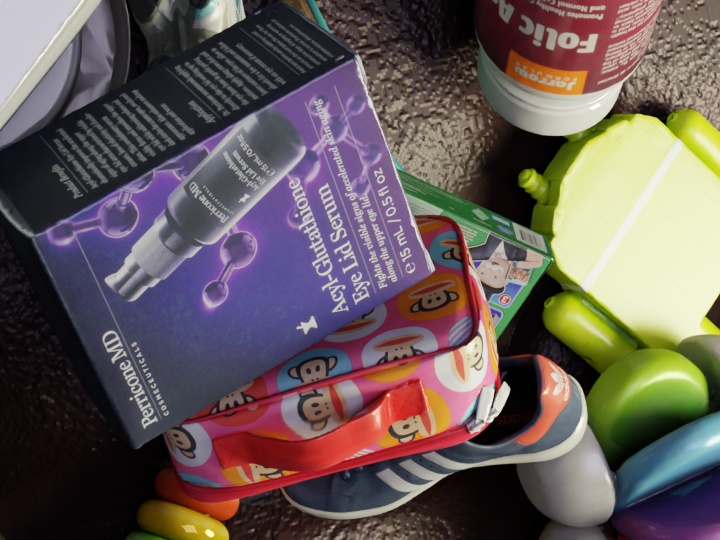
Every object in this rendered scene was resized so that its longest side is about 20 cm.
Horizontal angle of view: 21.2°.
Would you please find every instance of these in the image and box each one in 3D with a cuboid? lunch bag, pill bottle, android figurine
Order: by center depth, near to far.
[{"bbox_3d":[-0.020,0.054,1.093,0.198,0.177,0.083,-14,121,5],"label":"lunch bag"},{"bbox_3d":[0.128,-0.176,1.163,0.113,0.201,0.115,2,61,-3],"label":"pill bottle"},{"bbox_3d":[0.190,-0.022,1.285,0.199,0.041,0.183,37,80,-20],"label":"android figurine"}]

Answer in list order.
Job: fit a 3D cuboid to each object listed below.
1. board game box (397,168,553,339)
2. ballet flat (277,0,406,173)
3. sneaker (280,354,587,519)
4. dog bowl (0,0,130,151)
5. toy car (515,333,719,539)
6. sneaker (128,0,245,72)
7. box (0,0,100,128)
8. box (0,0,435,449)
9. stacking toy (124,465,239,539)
[{"bbox_3d":[0.000,0.000,1.183,0.199,0.029,0.135,23,118,-21],"label":"board game box"},{"bbox_3d":[-0.018,-0.079,1.199,0.072,0.068,0.201,-31,107,-1],"label":"ballet flat"},{"bbox_3d":[0.035,0.092,1.170,0.198,0.085,0.076,-19,61,10],"label":"sneaker"},{"bbox_3d":[-0.233,-0.131,1.099,0.198,0.059,0.203,0,89,-14],"label":"dog bowl"},{"bbox_3d":[0.204,0.151,1.225,0.174,0.150,0.202,-21,119,-18],"label":"toy car"},{"bbox_3d":[-0.091,-0.113,1.144,0.077,0.086,0.202,-1,88,16],"label":"sneaker"},{"bbox_3d":[-0.241,-0.159,0.979,0.198,0.171,0.201,38,82,-11],"label":"box"},{"bbox_3d":[-0.082,-0.027,1.038,0.199,0.104,0.149,-31,125,-13],"label":"box"},{"bbox_3d":[-0.114,0.170,1.159,0.085,0.085,0.202,22,79,-20],"label":"stacking toy"}]
